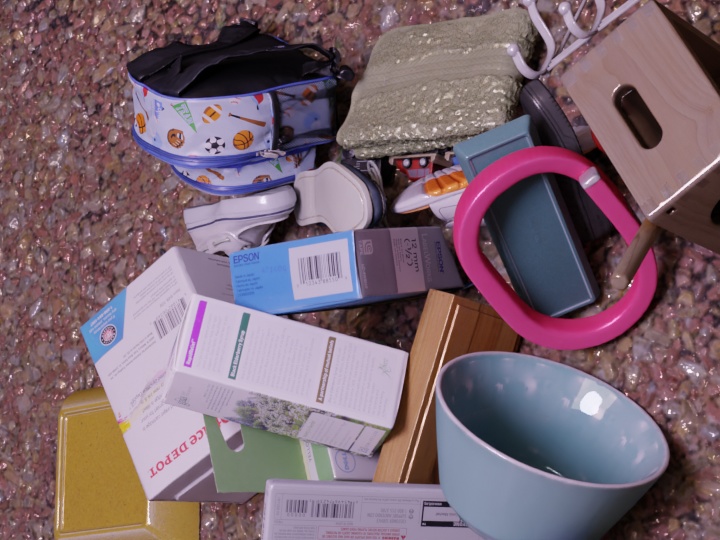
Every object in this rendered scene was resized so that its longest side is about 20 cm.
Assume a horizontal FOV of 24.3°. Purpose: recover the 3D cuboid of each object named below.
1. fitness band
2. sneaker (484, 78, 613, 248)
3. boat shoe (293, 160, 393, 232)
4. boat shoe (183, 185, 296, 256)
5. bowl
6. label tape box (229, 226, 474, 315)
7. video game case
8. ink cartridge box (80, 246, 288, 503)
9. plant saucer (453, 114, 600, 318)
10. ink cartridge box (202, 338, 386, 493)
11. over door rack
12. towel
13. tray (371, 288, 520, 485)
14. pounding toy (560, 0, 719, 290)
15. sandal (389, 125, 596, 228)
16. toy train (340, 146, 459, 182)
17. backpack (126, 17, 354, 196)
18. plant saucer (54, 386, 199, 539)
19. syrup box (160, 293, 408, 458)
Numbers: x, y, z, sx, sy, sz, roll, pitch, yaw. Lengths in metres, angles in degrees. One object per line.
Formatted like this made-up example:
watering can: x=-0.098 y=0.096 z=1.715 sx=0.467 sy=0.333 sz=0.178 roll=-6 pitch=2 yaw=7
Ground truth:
fitness band: x=0.165 y=-0.015 z=1.406 sx=0.143 sy=0.200 sz=0.037 roll=-34 pitch=30 yaw=13
sneaker: x=0.151 y=-0.062 z=1.448 sx=0.104 sy=0.200 sz=0.060 roll=-28 pitch=33 yaw=3
boat shoe: x=-0.009 y=-0.065 z=1.587 sx=0.200 sy=0.062 sz=0.075 roll=175 pitch=91 yaw=-71
boat shoe: x=-0.115 y=-0.044 z=1.698 sx=0.200 sy=0.073 sz=0.067 roll=-6 pitch=99 yaw=64
bowl: x=0.145 y=0.163 z=1.389 sx=0.201 sy=0.200 sz=0.105 roll=37 pitch=121 yaw=39
label tape box: x=0.000 y=0.000 z=1.518 sx=0.143 sy=0.200 sz=0.066 roll=-10 pitch=88 yaw=37
video game case: x=0.010 y=0.272 z=1.438 sx=0.022 sy=0.199 sz=0.183 roll=-147 pitch=61 yaw=-75
ink cartridge box: x=-0.148 y=0.107 z=1.640 sx=0.147 sy=0.146 sz=0.200 roll=-38 pitch=62 yaw=25
plant saucer: x=0.145 y=-0.037 z=1.421 sx=0.070 sy=0.200 sz=0.019 roll=-22 pitch=34 yaw=6
ink cartridge box: x=-0.049 y=0.131 z=1.527 sx=0.048 sy=0.200 sz=0.146 roll=-36 pitch=58 yaw=41
over door rack: x=0.214 y=-0.254 z=1.407 sx=0.067 sy=0.200 sz=0.148 roll=50 pitch=137 yaw=-5
towel: x=0.073 y=-0.179 z=1.595 sx=0.200 sy=0.036 sz=0.149 roll=-2 pitch=60 yaw=39
tray: x=0.078 y=0.126 z=1.490 sx=0.037 sy=0.098 sz=0.201 roll=16 pitch=88 yaw=49
pounding toy: x=0.257 y=-0.086 z=1.349 sx=0.142 sy=0.184 sz=0.200 roll=-41 pitch=56 yaw=23
sandal: x=0.126 y=-0.071 z=1.513 sx=0.206 sy=0.079 sz=0.059 roll=-17 pitch=105 yaw=18
toy train: x=0.061 y=-0.106 z=1.611 sx=0.200 sy=0.034 sz=0.046 roll=-1 pitch=79 yaw=39
backpack: x=-0.135 y=-0.163 z=1.672 sx=0.200 sy=0.190 sz=0.155 roll=26 pitch=119 yaw=52
plant saucer: x=-0.258 y=0.211 z=1.774 sx=0.200 sy=0.048 sz=0.201 roll=-13 pitch=70 yaw=37
syrup box: x=-0.068 y=0.093 z=1.470 sx=0.079 sy=0.199 sz=0.082 roll=119 pitch=166 yaw=-60
